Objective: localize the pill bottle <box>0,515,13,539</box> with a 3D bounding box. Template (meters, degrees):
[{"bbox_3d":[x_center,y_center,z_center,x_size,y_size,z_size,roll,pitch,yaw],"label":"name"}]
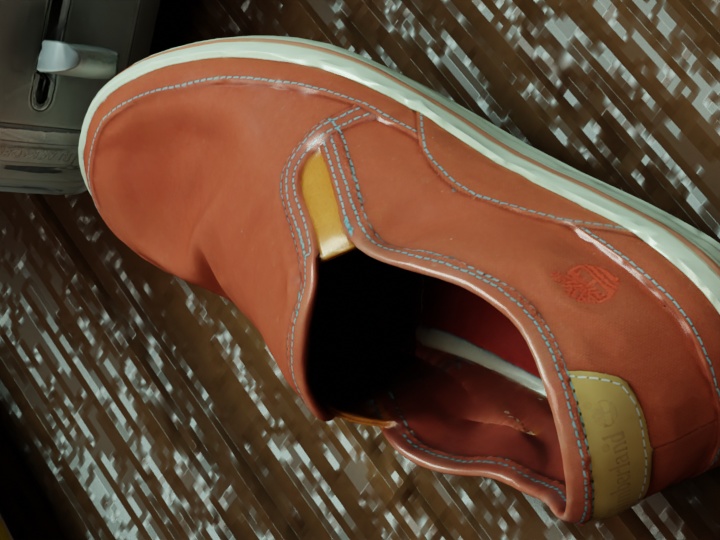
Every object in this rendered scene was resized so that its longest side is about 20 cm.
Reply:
[{"bbox_3d":[-0.147,0.076,0.730,0.109,0.109,0.201,-50,54,26],"label":"pill bottle"}]

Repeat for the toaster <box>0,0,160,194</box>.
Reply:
[{"bbox_3d":[-0.133,-0.091,0.736,0.199,0.113,0.130,10,94,40],"label":"toaster"}]

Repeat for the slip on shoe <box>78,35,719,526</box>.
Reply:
[{"bbox_3d":[0.000,0.000,0.621,0.199,0.061,0.075,25,136,41],"label":"slip on shoe"}]
